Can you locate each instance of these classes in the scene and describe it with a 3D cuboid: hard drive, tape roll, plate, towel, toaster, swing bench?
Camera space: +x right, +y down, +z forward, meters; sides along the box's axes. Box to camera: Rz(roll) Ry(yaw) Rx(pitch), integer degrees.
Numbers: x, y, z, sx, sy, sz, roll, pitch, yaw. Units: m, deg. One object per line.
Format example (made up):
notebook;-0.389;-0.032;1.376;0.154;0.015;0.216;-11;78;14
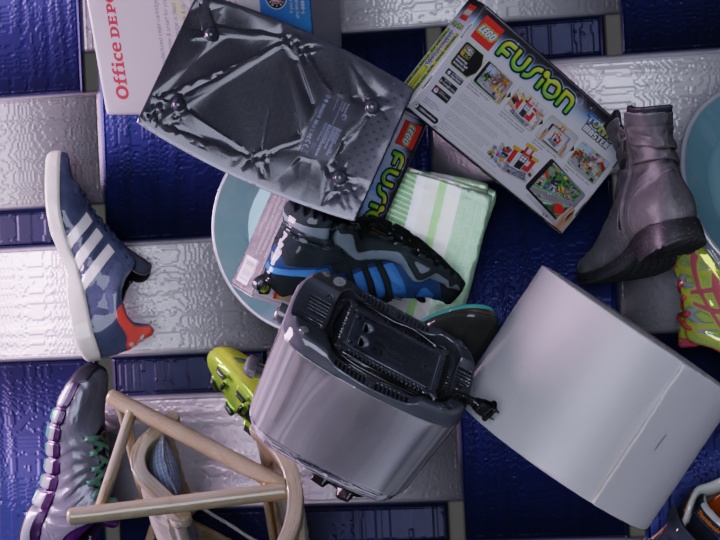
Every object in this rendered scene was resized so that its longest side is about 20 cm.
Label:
hard drive;-0.070;-0.133;1.418;0.199;0.042;0.136;24;83;3
tape roll;0.201;0.107;1.464;0.202;0.203;0.140;34;94;7
plate;-0.040;-0.040;1.589;0.198;0.026;0.202;0;91;8
plate;0.364;-0.069;1.486;0.198;0.026;0.202;7;66;-16
towel;0.011;-0.029;1.559;0.198;0.023;0.154;16;93;6
toaster;0.003;0.103;1.418;0.199;0.114;0.130;27;127;-6
swing bench;-0.131;0.224;1.500;0.198;0.200;0.130;9;55;8

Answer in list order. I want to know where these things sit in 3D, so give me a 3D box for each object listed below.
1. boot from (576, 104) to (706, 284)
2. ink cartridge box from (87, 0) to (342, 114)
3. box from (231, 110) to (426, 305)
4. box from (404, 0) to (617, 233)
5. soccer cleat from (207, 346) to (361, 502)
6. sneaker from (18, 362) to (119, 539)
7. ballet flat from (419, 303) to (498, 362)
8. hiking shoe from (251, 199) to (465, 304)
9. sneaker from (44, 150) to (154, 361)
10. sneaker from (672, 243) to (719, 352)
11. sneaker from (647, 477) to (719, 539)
boot;0.236;-0.065;1.479;0.069;0.200;0.133;-7;79;-20
ink cartridge box;-0.127;-0.235;1.519;0.198;0.145;0.148;1;122;8
box;-0.026;-0.061;1.499;0.035;0.110;0.201;29;98;46
box;0.138;-0.133;1.500;0.200;0.035;0.110;37;94;-26
soccer cleat;-0.055;0.129;1.583;0.200;0.065;0.084;37;65;11
sneaker;-0.250;0.189;1.593;0.087;0.074;0.202;21;103;19
ballet flat;0.053;0.083;1.509;0.068;0.199;0.069;14;69;-31
hiking shoe;0.000;0.000;1.484;0.199;0.074;0.087;20;108;-33
sneaker;-0.243;-0.019;1.603;0.084;0.075;0.202;-13;86;-7
sneaker;0.308;0.027;1.513;0.090;0.078;0.201;-37;81;17
sneaker;0.294;0.245;1.505;0.200;0.079;0.078;-48;65;4
